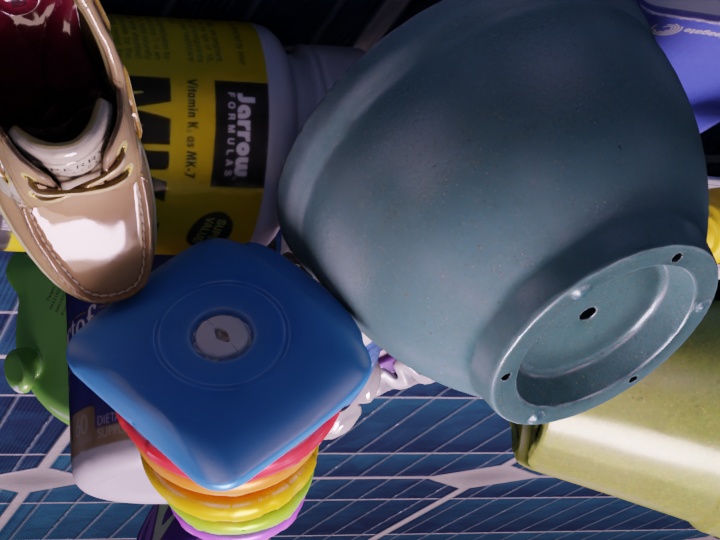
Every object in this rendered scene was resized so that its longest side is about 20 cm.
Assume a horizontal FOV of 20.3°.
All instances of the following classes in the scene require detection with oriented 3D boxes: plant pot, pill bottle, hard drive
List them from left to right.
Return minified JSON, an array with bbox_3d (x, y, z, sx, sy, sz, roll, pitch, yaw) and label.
[{"bbox_3d":[-0.096,-0.065,0.964,0.198,0.115,0.114,1,163,-17],"label":"pill bottle"},{"bbox_3d":[-0.102,0.018,1.090,0.115,0.201,0.116,-4,162,-1],"label":"pill bottle"},{"bbox_3d":[0.079,-0.017,0.913,0.199,0.135,0.201,-22,148,-15],"label":"plant pot"},{"bbox_3d":[0.147,-0.100,1.056,0.131,0.026,0.200,4,162,-25],"label":"hard drive"},{"bbox_3d":[0.214,0.097,1.493,0.183,0.202,0.200,10,162,-8],"label":"plant pot"}]

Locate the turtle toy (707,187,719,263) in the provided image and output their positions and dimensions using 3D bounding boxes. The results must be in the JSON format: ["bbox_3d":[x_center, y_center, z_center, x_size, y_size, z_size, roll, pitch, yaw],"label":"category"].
[{"bbox_3d":[0.263,-0.052,1.037,0.145,0.101,0.200,-17,148,-48],"label":"turtle toy"}]

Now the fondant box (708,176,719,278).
[{"bbox_3d":[0.174,-0.027,1.189,0.199,0.059,0.144,5,179,-25],"label":"fondant box"}]

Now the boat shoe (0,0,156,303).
[{"bbox_3d":[-0.130,-0.063,0.849,0.074,0.066,0.201,-22,123,-8],"label":"boat shoe"}]

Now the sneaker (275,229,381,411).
[{"bbox_3d":[-0.018,-0.001,1.084,0.078,0.201,0.090,8,128,0],"label":"sneaker"}]

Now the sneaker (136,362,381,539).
[{"bbox_3d":[-0.076,0.103,1.187,0.080,0.201,0.083,35,180,33],"label":"sneaker"}]

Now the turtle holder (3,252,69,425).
[{"bbox_3d":[-0.147,0.044,1.256,0.184,0.142,0.132,-8,159,27],"label":"turtle holder"}]

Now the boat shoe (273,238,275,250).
[{"bbox_3d":[0.000,0.000,1.186,0.199,0.072,0.068,7,138,42],"label":"boat shoe"}]

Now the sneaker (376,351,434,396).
[{"bbox_3d":[0.014,0.033,1.268,0.199,0.089,0.080,-16,179,27],"label":"sneaker"}]

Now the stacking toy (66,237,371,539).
[{"bbox_3d":[-0.061,0.093,0.964,0.110,0.116,0.201,-37,149,-27],"label":"stacking toy"}]
